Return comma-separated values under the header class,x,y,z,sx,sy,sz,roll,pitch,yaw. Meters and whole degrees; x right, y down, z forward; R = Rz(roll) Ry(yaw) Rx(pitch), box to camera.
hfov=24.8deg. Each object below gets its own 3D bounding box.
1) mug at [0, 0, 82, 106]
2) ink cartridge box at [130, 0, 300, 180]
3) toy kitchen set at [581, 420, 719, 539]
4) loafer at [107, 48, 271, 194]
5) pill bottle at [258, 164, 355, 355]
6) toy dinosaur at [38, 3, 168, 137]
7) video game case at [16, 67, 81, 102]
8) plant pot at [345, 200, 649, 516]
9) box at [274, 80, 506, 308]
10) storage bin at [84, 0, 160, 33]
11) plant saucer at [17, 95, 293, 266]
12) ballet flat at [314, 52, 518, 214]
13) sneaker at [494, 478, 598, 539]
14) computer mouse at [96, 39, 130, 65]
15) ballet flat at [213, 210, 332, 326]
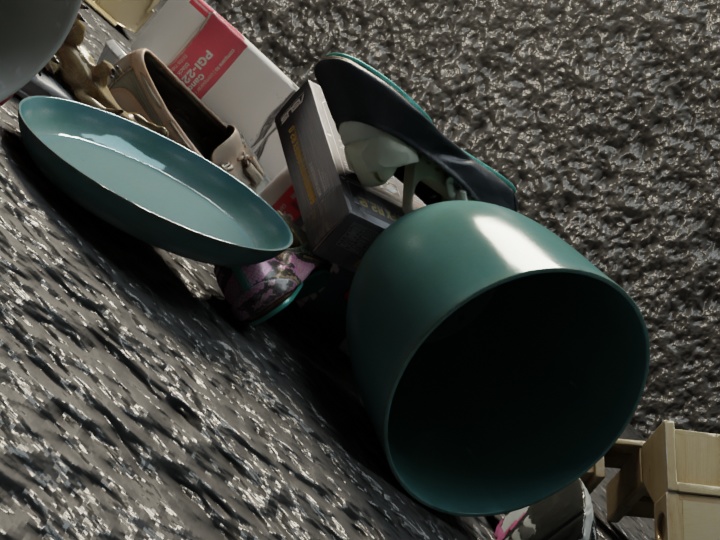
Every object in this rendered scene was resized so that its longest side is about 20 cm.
class,x,y,z,sx,sy,sz,roll,pitch,yaw
mug,-0.278,-0.184,0.958,0.200,0.178,0.133,42,41,23
ink cartridge box,-0.105,-0.158,1.512,0.200,0.085,0.146,39,4,-26
toy kitchen set,0.286,0.270,1.717,0.161,0.182,0.200,7,-27,-7
loafer,-0.137,-0.110,1.407,0.200,0.063,0.072,39,35,-20
pill bottle,0.000,0.000,1.358,0.200,0.120,0.120,43,6,2
toy dinosaur,-0.224,-0.166,1.223,0.201,0.058,0.101,52,-9,-4
video game case,-0.302,-0.199,1.205,0.200,0.023,0.182,49,8,31
plant pot,0.080,0.044,1.160,0.200,0.201,0.161,38,11,-37
box,0.035,-0.048,1.287,0.199,0.048,0.159,23,34,-35
storage bin,-0.338,-0.405,2.010,0.198,0.094,0.200,40,7,-28
plant saucer,-0.138,-0.055,1.076,0.199,0.028,0.200,27,13,-7
ballet flat,0.038,-0.080,1.213,0.199,0.073,0.073,36,9,-26
sneaker,0.153,0.200,1.233,0.087,0.080,0.200,53,10,-12
computer mouse,-0.208,-0.168,1.510,0.110,0.044,0.200,46,2,4
ballet flat,-0.066,-0.006,1.200,0.072,0.069,0.200,61,10,0
